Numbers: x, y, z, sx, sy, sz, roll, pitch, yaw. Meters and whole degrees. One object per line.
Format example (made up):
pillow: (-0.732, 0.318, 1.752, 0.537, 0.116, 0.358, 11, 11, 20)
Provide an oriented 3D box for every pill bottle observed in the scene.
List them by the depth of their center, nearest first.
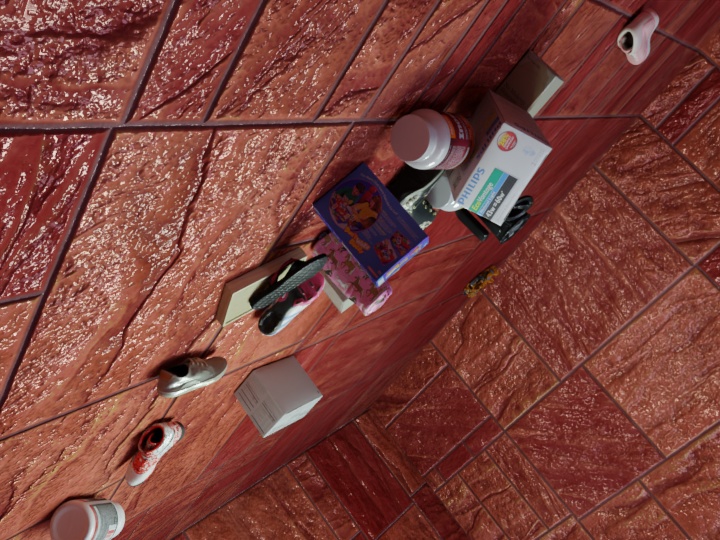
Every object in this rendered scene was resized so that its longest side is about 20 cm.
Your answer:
pill bottle: (0.141, -0.256, 1.313, 0.113, 0.113, 0.199, -49, 163, 27)
pill bottle: (0.238, -0.209, 1.662, 0.198, 0.112, 0.113, -21, 154, -51)
pill bottle: (-0.676, 0.632, 1.679, 0.115, 0.116, 0.200, -39, 164, -5)

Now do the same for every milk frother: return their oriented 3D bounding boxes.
milk frother: (0.385, -0.201, 1.890, 0.179, 0.189, 0.201, -26, 158, -44)

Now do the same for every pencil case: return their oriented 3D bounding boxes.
pencil case: (-0.018, 0.003, 1.448, 0.082, 0.201, 0.087, -32, 160, -31)

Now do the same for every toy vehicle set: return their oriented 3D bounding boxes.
toy vehicle set: (-0.206, 0.033, 1.400, 0.198, 0.027, 0.125, -29, 159, -38)

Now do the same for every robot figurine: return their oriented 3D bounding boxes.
robot figurine: (0.585, 0.059, 3.265, 0.198, 0.058, 0.146, -34, 161, -29)

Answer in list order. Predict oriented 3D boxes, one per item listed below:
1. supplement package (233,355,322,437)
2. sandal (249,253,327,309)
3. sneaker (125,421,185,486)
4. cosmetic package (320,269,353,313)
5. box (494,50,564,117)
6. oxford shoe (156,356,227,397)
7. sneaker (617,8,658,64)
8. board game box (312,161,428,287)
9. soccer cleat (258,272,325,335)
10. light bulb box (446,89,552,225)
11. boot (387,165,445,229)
supplement package: (-0.235, 0.359, 1.936, 0.111, 0.157, 0.199, -47, 163, 25)
sandal: (-0.154, 0.013, 1.364, 0.198, 0.046, 0.075, -33, 162, 21)
sneaker: (-0.530, 0.451, 1.650, 0.201, 0.067, 0.108, -46, 163, 1)
cosmetic package: (0.000, 0.000, 1.662, 0.198, 0.104, 0.073, -35, 164, -20)
box: (0.356, -0.385, 1.525, 0.201, 0.095, 0.077, -51, 161, 25)
oxford shoe: (-0.359, 0.217, 1.455, 0.199, 0.074, 0.059, -19, 117, -58)
sneaker: (0.756, -0.629, 1.870, 0.104, 0.076, 0.201, -40, 160, -6)
board game box: (0.020, -0.090, 1.298, 0.134, 0.201, 0.045, -38, 165, -5)
soccer cleat: (-0.160, 0.070, 1.556, 0.199, 0.070, 0.086, -42, 180, 7)
light bulb box: (0.284, -0.242, 1.426, 0.200, 0.123, 0.202, -59, -164, 29)
boot: (0.139, -0.172, 1.535, 0.203, 0.074, 0.153, -41, 148, 21)
